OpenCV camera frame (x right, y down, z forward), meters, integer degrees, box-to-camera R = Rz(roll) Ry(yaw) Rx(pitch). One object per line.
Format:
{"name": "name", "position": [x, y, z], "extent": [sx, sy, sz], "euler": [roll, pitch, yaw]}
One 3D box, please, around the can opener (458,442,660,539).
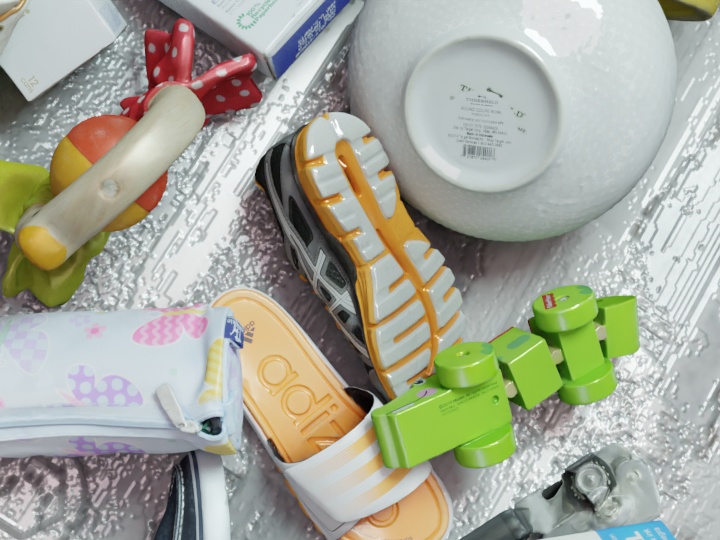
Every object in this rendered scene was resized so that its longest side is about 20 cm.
{"name": "can opener", "position": [0.096, 0.177, 0.789], "extent": [0.199, 0.067, 0.053], "euler": [-33, 69, 1]}

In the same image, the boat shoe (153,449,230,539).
{"name": "boat shoe", "position": [-0.126, 0.200, 0.737], "extent": [0.090, 0.071, 0.202], "euler": [5, 84, -13]}

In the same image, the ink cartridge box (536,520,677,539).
{"name": "ink cartridge box", "position": [0.090, 0.234, 0.725], "extent": [0.199, 0.084, 0.147], "euler": [-5, 118, -14]}

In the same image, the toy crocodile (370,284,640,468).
{"name": "toy crocodile", "position": [0.093, 0.062, 0.780], "extent": [0.199, 0.062, 0.068], "euler": [-27, 110, -20]}

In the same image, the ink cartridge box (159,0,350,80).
{"name": "ink cartridge box", "position": [-0.066, -0.247, 0.813], "extent": [0.200, 0.043, 0.197], "euler": [37, 78, 19]}

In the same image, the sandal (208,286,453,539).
{"name": "sandal", "position": [-0.024, 0.097, 0.774], "extent": [0.079, 0.059, 0.207], "euler": [-42, 90, -12]}

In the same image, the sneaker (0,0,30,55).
{"name": "sneaker", "position": [-0.225, -0.133, 0.688], "extent": [0.073, 0.085, 0.201], "euler": [25, 105, -18]}

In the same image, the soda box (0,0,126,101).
{"name": "soda box", "position": [-0.224, -0.202, 0.744], "extent": [0.068, 0.064, 0.200], "euler": [-33, 107, 7]}

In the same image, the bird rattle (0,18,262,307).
{"name": "bird rattle", "position": [-0.136, -0.058, 0.734], "extent": [0.199, 0.163, 0.113], "euler": [-33, 109, -3]}

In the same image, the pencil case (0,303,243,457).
{"name": "pencil case", "position": [-0.163, 0.069, 0.729], "extent": [0.199, 0.083, 0.091], "euler": [-2, 42, 1]}

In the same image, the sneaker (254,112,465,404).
{"name": "sneaker", "position": [0.000, 0.000, 0.788], "extent": [0.078, 0.077, 0.201], "euler": [-33, 107, -40]}

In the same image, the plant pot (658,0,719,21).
{"name": "plant pot", "position": [0.180, -0.263, 0.798], "extent": [0.200, 0.201, 0.190], "euler": [11, 97, -8]}

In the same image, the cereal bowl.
{"name": "cereal bowl", "position": [0.082, -0.104, 0.752], "extent": [0.199, 0.083, 0.201], "euler": [7, 115, 16]}
